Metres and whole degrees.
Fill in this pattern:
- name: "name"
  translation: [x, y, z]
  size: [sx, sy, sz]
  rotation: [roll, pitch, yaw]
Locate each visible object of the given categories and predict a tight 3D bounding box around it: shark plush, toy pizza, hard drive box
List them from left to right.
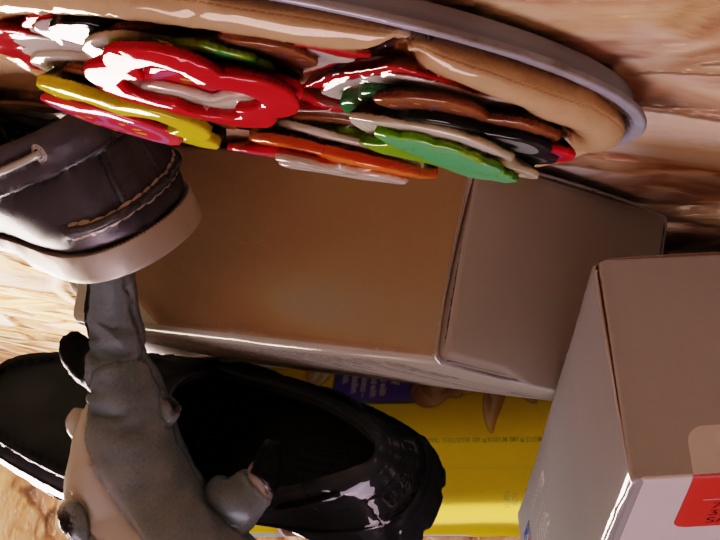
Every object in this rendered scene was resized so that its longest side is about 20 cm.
- name: "shark plush"
  translation: [-0.061, 0.080, 1.025]
  size: [0.083, 0.200, 0.091]
  rotation: [-12, -172, 12]
- name: "toy pizza"
  translation: [-0.021, -0.049, 0.783]
  size: [0.200, 0.032, 0.200]
  rotation: [10, 174, 1]
- name: "hard drive box"
  translation: [0.142, 0.069, 0.931]
  size: [0.156, 0.077, 0.200]
  rotation: [-3, 152, -5]

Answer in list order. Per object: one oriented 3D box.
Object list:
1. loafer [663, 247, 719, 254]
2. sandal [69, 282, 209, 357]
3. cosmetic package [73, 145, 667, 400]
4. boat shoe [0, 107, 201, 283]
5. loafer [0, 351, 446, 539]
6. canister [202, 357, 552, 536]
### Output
- name: "loafer"
  translation: [0.103, 0.025, 1.069]
  size: [0.200, 0.072, 0.073]
  rotation: [7, 173, 37]
- name: "sandal"
  translation: [-0.071, -0.004, 1.200]
  size: [0.080, 0.054, 0.200]
  rotation: [-13, -160, -26]
- name: "cosmetic package"
  translation: [0.000, 0.000, 1.014]
  size: [0.105, 0.071, 0.200]
  rotation: [15, 173, -43]
- name: "boat shoe"
  translation: [-0.132, -0.044, 1.005]
  size: [0.200, 0.073, 0.063]
  rotation: [12, 134, 50]
- name: "loafer"
  translation: [-0.064, 0.060, 1.078]
  size: [0.200, 0.068, 0.070]
  rotation: [10, 157, 26]
- name: "canister"
  translation: [0.022, 0.062, 1.193]
  size: [0.200, 0.087, 0.149]
  rotation: [-1, -167, 12]
